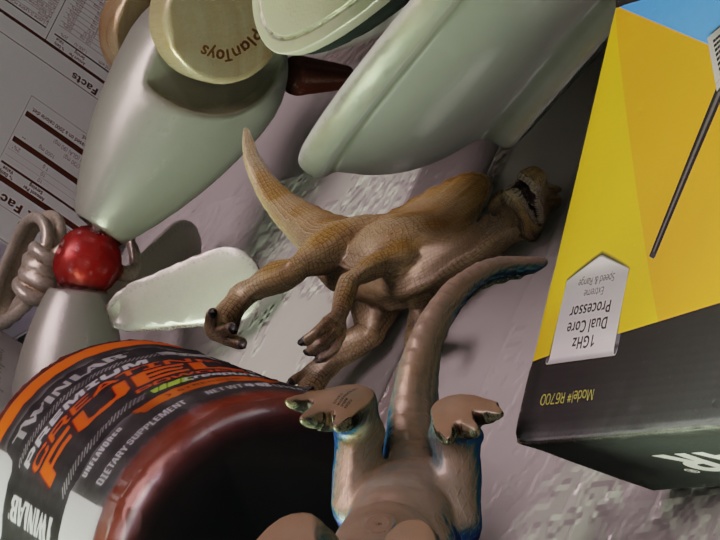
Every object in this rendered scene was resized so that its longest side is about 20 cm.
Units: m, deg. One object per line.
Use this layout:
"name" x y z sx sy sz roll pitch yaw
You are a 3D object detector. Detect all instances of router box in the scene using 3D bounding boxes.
"router box" 0.123 -0.027 0.673 0.200 0.051 0.149 -13 61 61

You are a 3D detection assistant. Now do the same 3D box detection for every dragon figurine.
"dragon figurine" 0.013 0.084 0.747 0.059 0.100 0.200 -1 37 13

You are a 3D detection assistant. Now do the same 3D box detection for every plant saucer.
"plant saucer" 0.063 -0.093 0.887 0.200 0.050 0.200 -48 -1 -1

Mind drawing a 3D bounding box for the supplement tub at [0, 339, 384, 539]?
"supplement tub" -0.058 0.078 0.873 0.107 0.107 0.200 -59 22 -8

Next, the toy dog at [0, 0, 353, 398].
"toy dog" -0.065 -0.028 1.105 0.200 0.096 0.132 -66 21 18

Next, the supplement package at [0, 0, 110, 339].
"supplement package" -0.189 -0.081 1.331 0.191 0.147 0.200 -26 35 53

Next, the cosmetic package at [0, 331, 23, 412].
"cosmetic package" -0.232 0.092 1.101 0.167 0.200 0.166 -49 22 21

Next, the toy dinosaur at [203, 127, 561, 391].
"toy dinosaur" 0.000 0.000 0.960 0.101 0.058 0.200 -48 25 -21

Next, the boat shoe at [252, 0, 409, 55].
"boat shoe" 0.041 -0.145 0.979 0.199 0.066 0.075 -52 49 24
